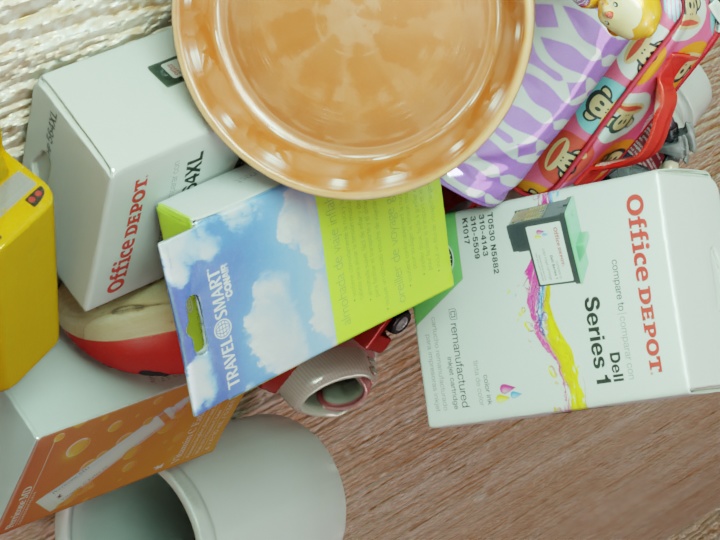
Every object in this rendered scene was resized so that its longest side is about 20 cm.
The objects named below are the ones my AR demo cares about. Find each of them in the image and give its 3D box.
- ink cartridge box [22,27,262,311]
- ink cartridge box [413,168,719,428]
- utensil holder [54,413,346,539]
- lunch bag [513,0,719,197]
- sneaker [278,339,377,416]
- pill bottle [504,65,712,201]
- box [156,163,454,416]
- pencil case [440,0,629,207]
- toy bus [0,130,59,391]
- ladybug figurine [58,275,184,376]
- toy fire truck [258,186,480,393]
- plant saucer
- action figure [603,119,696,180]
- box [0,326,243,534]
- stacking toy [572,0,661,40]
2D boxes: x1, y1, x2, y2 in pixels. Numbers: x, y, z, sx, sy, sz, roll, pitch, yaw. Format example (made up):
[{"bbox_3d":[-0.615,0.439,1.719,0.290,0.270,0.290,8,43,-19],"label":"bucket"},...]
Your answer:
[{"bbox_3d":[-0.099,-0.077,1.064,0.200,0.084,0.146,-26,156,-30],"label":"ink cartridge box"},{"bbox_3d":[0.139,0.021,1.158,0.200,0.145,0.084,-11,174,35],"label":"ink cartridge box"},{"bbox_3d":[-0.130,0.216,1.488,0.200,0.170,0.170,-10,145,-53],"label":"utensil holder"},{"bbox_3d":[0.149,-0.149,1.186,0.082,0.176,0.200,-11,146,-49],"label":"lunch bag"},{"bbox_3d":[-0.009,0.069,1.472,0.200,0.105,0.075,-13,146,-49],"label":"sneaker"},{"bbox_3d":[0.194,-0.092,1.408,0.200,0.109,0.110,-50,163,-20],"label":"pill bottle"},{"bbox_3d":[-0.037,-0.010,1.043,0.200,0.048,0.122,-26,123,-29],"label":"box"},{"bbox_3d":[0.109,-0.135,1.105,0.085,0.084,0.200,18,116,-37],"label":"pencil case"},{"bbox_3d":[-0.218,-0.014,0.993,0.065,0.078,0.200,-46,164,-29],"label":"toy bus"},{"bbox_3d":[-0.112,0.023,1.146,0.199,0.072,0.136,-6,-161,27],"label":"ladybug figurine"},{"bbox_3d":[0.000,0.000,1.237,0.200,0.049,0.141,-54,153,6],"label":"toy fire truck"},{"bbox_3d":[-0.004,-0.140,0.955,0.200,0.200,0.032,-44,-179,16],"label":"plant saucer"},{"bbox_3d":[0.179,-0.092,1.312,0.130,0.200,0.069,-32,171,-22],"label":"action figure"},{"bbox_3d":[-0.186,0.088,1.238,0.200,0.098,0.125,-19,151,-40],"label":"box"},{"bbox_3d":[0.097,-0.199,0.971,0.110,0.200,0.116,-24,156,-31],"label":"stacking toy"}]
